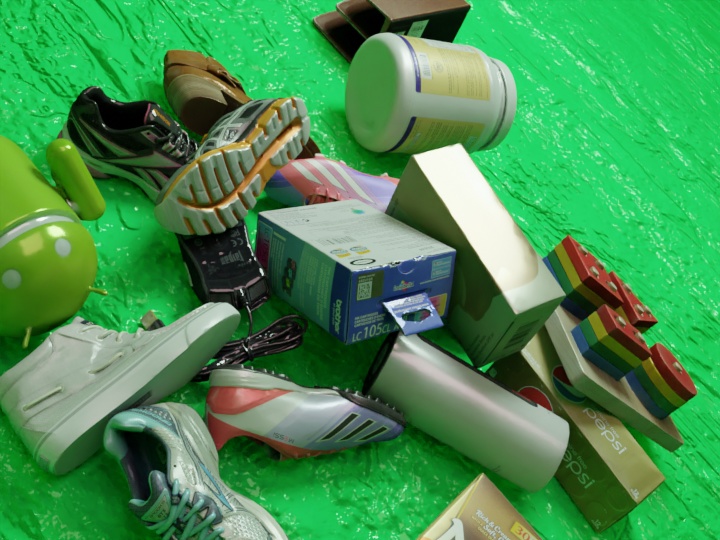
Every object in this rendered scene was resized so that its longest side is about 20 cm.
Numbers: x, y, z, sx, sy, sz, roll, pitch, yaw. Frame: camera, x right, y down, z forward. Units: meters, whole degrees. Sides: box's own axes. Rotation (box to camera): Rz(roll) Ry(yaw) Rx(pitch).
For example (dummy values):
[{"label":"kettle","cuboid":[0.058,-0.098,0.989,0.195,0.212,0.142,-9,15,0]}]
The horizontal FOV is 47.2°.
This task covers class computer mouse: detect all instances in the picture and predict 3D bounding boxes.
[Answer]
[{"label":"computer mouse","cuboid":[-0.152,0.019,0.790,0.138,0.046,0.202,-21,63,-27]}]

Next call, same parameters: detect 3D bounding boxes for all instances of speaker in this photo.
[{"label":"speaker","cuboid":[0.103,0.136,0.807,0.197,0.082,0.082,30,42,-3]}]

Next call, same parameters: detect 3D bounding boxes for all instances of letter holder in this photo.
[{"label":"letter holder","cuboid":[0.044,-0.386,1.234,0.198,0.101,0.142,-26,65,-44]}]

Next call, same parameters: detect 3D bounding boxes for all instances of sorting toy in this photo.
[{"label":"sorting toy","cuboid":[0.284,0.071,0.920,0.197,0.069,0.202,33,28,-32]}]

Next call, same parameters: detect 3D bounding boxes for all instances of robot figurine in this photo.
[{"label":"robot figurine","cuboid":[-0.298,-0.030,0.681,0.174,0.116,0.200,-37,74,-24]}]

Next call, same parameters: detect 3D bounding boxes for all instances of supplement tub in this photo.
[{"label":"supplement tub","cuboid":[0.093,-0.225,1.082,0.196,0.146,0.147,-1,52,-33]}]

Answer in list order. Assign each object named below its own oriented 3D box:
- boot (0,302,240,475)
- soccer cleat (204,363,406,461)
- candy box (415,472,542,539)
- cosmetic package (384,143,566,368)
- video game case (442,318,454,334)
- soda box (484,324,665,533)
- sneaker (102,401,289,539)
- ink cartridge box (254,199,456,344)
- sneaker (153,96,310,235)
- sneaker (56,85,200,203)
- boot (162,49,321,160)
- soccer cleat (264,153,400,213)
[{"label":"boot","cuboid":[-0.197,0.066,0.672,0.095,0.074,0.199,43,56,15]},{"label":"soccer cleat","cuboid":[-0.047,0.138,0.735,0.196,0.068,0.075,18,72,-29]},{"label":"candy box","cuboid":[0.079,0.274,0.683,0.116,0.056,0.198,46,44,14]},{"label":"cosmetic package","cuboid":[0.110,-0.017,0.841,0.070,0.106,0.202,-16,60,-29]},{"label":"video game case","cuboid":[0.112,-0.028,0.975,0.144,0.018,0.201,48,41,-13]},{"label":"soda box","cuboid":[0.220,0.163,0.864,0.063,0.068,0.201,-17,62,-41]},{"label":"sneaker","cuboid":[-0.127,0.183,0.605,0.200,0.078,0.086,45,8,25]},{"label":"ink cartridge box","cuboid":[0.000,0.000,0.807,0.134,0.078,0.199,-11,26,-36]},{"label":"sneaker","cuboid":[-0.134,-0.106,0.819,0.076,0.080,0.200,18,47,34]},{"label":"sneaker","cuboid":[-0.208,-0.125,0.847,0.196,0.087,0.082,14,47,-21]},{"label":"boot","cuboid":[-0.142,-0.182,0.963,0.197,0.078,0.156,17,25,-32]},{"label":"soccer cleat","cuboid":[-0.016,-0.079,0.945,0.196,0.067,0.078,7,53,-31]}]
